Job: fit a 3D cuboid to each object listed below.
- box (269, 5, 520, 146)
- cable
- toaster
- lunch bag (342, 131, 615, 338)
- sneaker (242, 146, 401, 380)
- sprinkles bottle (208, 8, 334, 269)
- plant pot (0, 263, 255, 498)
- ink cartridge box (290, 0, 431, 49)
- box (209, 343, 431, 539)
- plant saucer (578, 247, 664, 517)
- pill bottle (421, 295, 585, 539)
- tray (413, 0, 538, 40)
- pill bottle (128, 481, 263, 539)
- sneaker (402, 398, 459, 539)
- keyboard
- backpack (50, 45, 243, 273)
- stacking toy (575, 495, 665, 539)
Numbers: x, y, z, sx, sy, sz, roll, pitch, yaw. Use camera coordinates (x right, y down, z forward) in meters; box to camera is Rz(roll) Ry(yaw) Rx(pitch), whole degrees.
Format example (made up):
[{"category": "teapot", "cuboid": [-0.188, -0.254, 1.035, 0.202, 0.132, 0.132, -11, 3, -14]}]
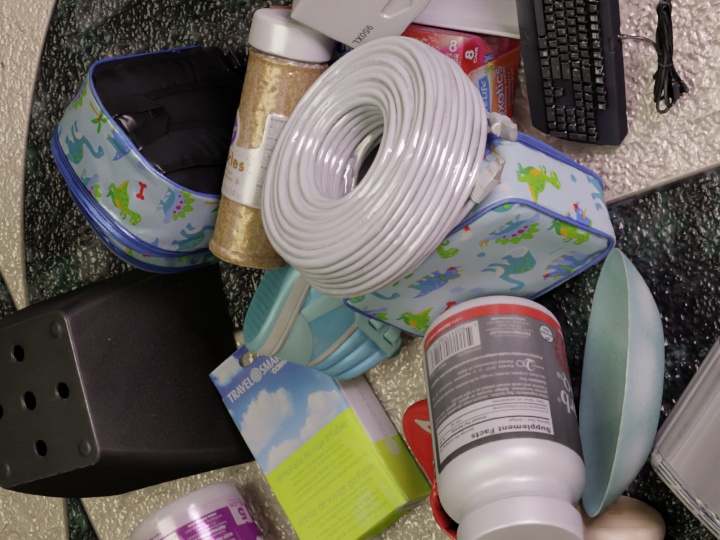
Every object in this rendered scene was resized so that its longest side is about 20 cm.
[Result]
[{"category": "box", "cuboid": [0.021, -0.155, 1.585, 0.198, 0.095, 0.101, 14, 102, 34]}, {"category": "cable", "cuboid": [0.007, -0.077, 1.452, 0.201, 0.069, 0.200, -52, 37, 12]}, {"category": "toaster", "cuboid": [0.299, 0.127, 1.409, 0.200, 0.113, 0.130, 45, 120, 23]}, {"category": "lunch bag", "cuboid": [0.089, -0.023, 1.516, 0.199, 0.160, 0.083, -32, 54, 35]}, {"category": "sneaker", "cuboid": [0.000, 0.000, 1.620, 0.201, 0.130, 0.080, -59, 21, 13]}, {"category": "sprinkles bottle", "cuboid": [-0.071, -0.105, 1.555, 0.068, 0.068, 0.202, 21, 107, 32]}, {"category": "plant pot", "cuboid": [-0.237, 0.106, 1.751, 0.198, 0.177, 0.202, -17, 87, 36]}, {"category": "ink cartridge box", "cuboid": [0.021, -0.290, 1.497, 0.145, 0.084, 0.202, -44, 32, 48]}, {"category": "box", "cuboid": [-0.038, 0.142, 1.690, 0.122, 0.047, 0.201, -41, 72, 31]}, {"category": "plant saucer", "cuboid": [0.198, 0.085, 1.456, 0.038, 0.201, 0.203, 5, 100, -2]}, {"category": "pill bottle", "cuboid": [0.112, 0.130, 1.492, 0.115, 0.115, 0.202, -34, 45, 33]}, {"category": "tray", "cuboid": [0.084, -0.230, 1.552, 0.198, 0.022, 0.108, 13, 62, 34]}, {"category": "pill bottle", "cuboid": [-0.117, 0.300, 1.726, 0.112, 0.112, 0.201, -37, 75, 32]}, {"category": "sneaker", "cuboid": [0.085, 0.171, 1.571, 0.200, 0.084, 0.077, 52, 123, 40]}, {"category": "keyboard", "cuboid": [0.179, -0.171, 1.445, 0.126, 0.021, 0.201, 3, 137, 16]}, {"category": "backpack", "cuboid": [-0.165, -0.088, 1.662, 0.183, 0.199, 0.147, 51, 120, 19]}, {"category": "stacking toy", "cuboid": [0.190, 0.283, 1.532, 0.085, 0.085, 0.202, 14, 110, 33]}]
